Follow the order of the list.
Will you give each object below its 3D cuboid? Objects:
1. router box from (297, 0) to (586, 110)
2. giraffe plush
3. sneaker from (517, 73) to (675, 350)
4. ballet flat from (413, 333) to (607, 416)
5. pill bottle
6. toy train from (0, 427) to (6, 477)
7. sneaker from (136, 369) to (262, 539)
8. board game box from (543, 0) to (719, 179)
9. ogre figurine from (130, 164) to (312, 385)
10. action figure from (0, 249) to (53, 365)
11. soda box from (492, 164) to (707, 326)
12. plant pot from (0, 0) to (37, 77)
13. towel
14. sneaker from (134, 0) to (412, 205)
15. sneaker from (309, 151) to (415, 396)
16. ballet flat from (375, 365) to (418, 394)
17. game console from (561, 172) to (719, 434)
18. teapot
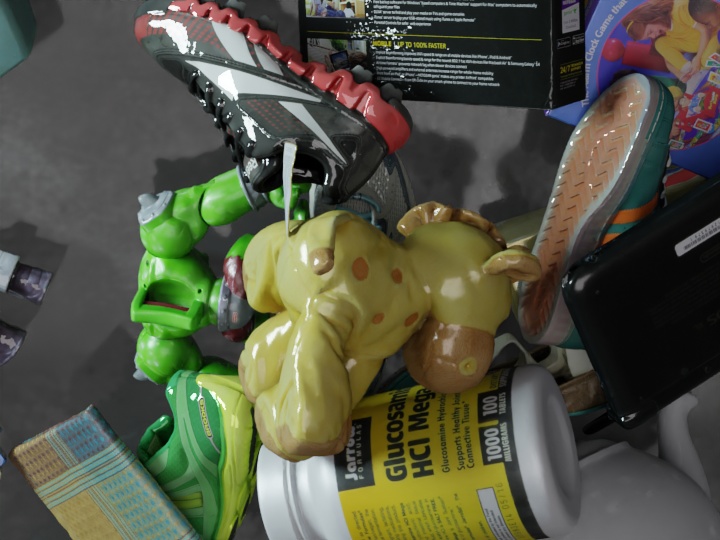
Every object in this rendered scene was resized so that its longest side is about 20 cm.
[{"bbox_3d":[0.050,-0.186,1.222,0.198,0.051,0.151,7,107,34],"label":"router box"},{"bbox_3d":[0.021,0.020,1.180,0.160,0.173,0.202,1,116,-18],"label":"giraffe plush"},{"bbox_3d":[0.172,-0.036,1.232,0.079,0.072,0.201,6,121,-24],"label":"sneaker"},{"bbox_3d":[0.121,0.072,1.314,0.198,0.068,0.073,-20,121,-8],"label":"ballet flat"},{"bbox_3d":[0.038,0.134,1.234,0.198,0.113,0.114,-13,104,16],"label":"pill bottle"},{"bbox_3d":[-0.311,0.073,1.335,0.046,0.034,0.201,-33,102,-7],"label":"toy train"},{"bbox_3d":[-0.116,0.141,1.318,0.083,0.074,0.201,21,129,7],"label":"sneaker"},{"bbox_3d":[0.218,-0.174,1.223,0.133,0.045,0.201,20,110,-10],"label":"board game box"},{"bbox_3d":[-0.096,0.012,1.290,0.118,0.099,0.201,3,134,-4],"label":"ogre figurine"},{"bbox_3d":[-0.316,-0.009,1.283,0.199,0.069,0.131,31,80,-19],"label":"action figure"},{"bbox_3d":[0.193,-0.026,1.310,0.198,0.068,0.065,-17,104,2],"label":"soda box"},{"bbox_3d":[-0.306,-0.204,1.217,0.141,0.142,0.201,-34,109,6],"label":"plant pot"},{"bbox_3d":[-0.157,0.189,1.321,0.022,0.146,0.201,-42,100,-36],"label":"towel"},{"bbox_3d":[-0.070,-0.109,1.213,0.199,0.071,0.098,29,74,6],"label":"sneaker"},{"bbox_3d":[0.000,0.000,1.292,0.077,0.086,0.202,2,93,-1],"label":"sneaker"},{"bbox_3d":[0.004,0.159,1.339,0.072,0.072,0.202,27,67,-8],"label":"ballet flat"},{"bbox_3d":[0.221,0.011,1.237,0.199,0.116,0.177,-31,116,-10],"label":"game console"},{"bbox_3d":[0.151,0.186,1.313,0.197,0.199,0.147,-36,76,26],"label":"teapot"}]
